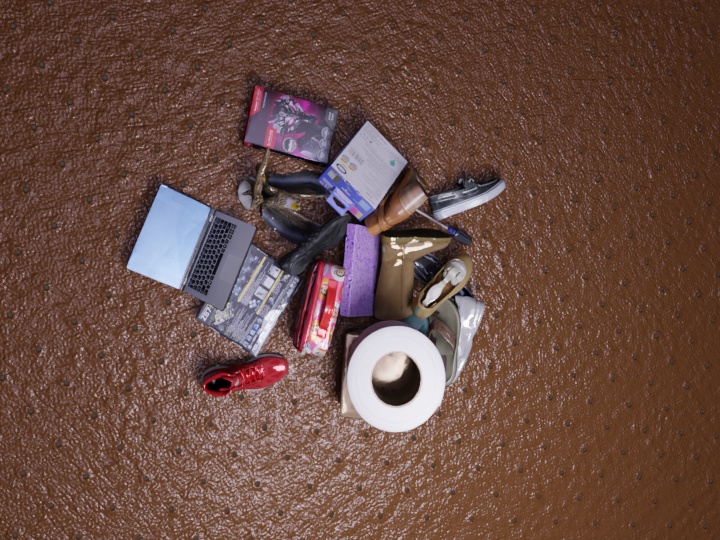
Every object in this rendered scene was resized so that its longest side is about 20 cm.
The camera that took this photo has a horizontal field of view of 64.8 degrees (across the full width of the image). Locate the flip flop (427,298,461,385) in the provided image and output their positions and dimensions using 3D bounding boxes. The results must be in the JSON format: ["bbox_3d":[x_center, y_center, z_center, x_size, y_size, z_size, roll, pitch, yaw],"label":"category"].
[{"bbox_3d":[0.182,0.157,1.289,0.057,0.079,0.207,20,71,-55],"label":"flip flop"}]

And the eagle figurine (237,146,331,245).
[{"bbox_3d":[-0.159,-0.152,1.244,0.151,0.154,0.197,-41,145,27],"label":"eagle figurine"}]

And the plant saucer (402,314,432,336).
[{"bbox_3d":[0.183,0.182,1.371,0.194,0.036,0.207,-1,92,-14],"label":"plant saucer"}]

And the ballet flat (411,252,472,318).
[{"bbox_3d":[0.194,0.030,1.281,0.068,0.063,0.200,40,72,10],"label":"ballet flat"}]

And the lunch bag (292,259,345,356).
[{"bbox_3d":[-0.087,0.081,1.227,0.080,0.176,0.206,14,88,-14],"label":"lunch bag"}]

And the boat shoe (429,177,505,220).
[{"bbox_3d":[0.256,-0.188,1.360,0.196,0.072,0.073,-25,101,-10],"label":"boat shoe"}]

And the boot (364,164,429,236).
[{"bbox_3d":[0.078,-0.158,1.288,0.153,0.201,0.074,-36,101,17],"label":"boot"}]

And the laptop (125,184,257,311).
[{"bbox_3d":[-0.351,-0.047,1.185,0.196,0.115,0.192,21,87,26],"label":"laptop"}]

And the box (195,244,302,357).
[{"bbox_3d":[-0.244,0.061,1.253,0.159,0.049,0.203,33,84,-14],"label":"box"}]

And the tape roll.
[{"bbox_3d":[0.068,0.211,1.167,0.196,0.139,0.210,0,89,-1],"label":"tape roll"}]

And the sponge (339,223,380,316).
[{"bbox_3d":[0.000,0.000,1.289,0.111,0.029,0.207,6,90,-59],"label":"sponge"}]

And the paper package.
[{"bbox_3d":[0.054,0.235,1.287,0.193,0.103,0.197,5,89,-1],"label":"paper package"}]

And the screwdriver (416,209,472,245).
[{"bbox_3d":[0.195,-0.104,1.341,0.197,0.030,0.028,23,122,-35],"label":"screwdriver"}]

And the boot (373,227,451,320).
[{"bbox_3d":[0.116,0.009,1.304,0.169,0.066,0.206,-1,114,-6],"label":"boot"}]

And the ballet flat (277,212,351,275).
[{"bbox_3d":[-0.097,-0.066,1.225,0.199,0.056,0.068,-40,141,-24],"label":"ballet flat"}]

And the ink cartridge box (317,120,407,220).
[{"bbox_3d":[-0.001,-0.212,1.256,0.136,0.076,0.202,42,56,-11],"label":"ink cartridge box"}]

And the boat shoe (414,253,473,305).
[{"bbox_3d":[0.192,0.020,1.352,0.199,0.066,0.070,42,82,-12],"label":"boat shoe"}]

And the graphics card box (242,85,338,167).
[{"bbox_3d":[-0.155,-0.318,1.265,0.194,0.051,0.129,13,88,-15],"label":"graphics card box"}]

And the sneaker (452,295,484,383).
[{"bbox_3d":[0.221,0.158,1.335,0.086,0.075,0.205,19,90,7],"label":"sneaker"}]

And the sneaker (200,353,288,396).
[{"bbox_3d":[-0.245,0.237,1.222,0.194,0.115,0.081,-14,95,-13],"label":"sneaker"}]
